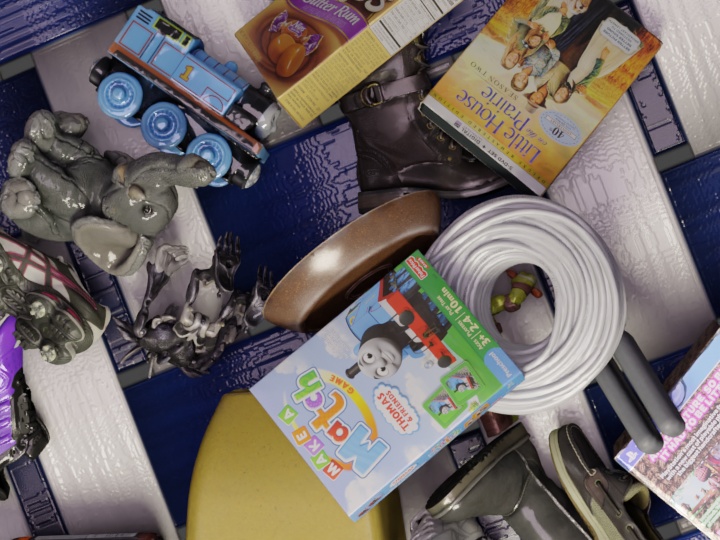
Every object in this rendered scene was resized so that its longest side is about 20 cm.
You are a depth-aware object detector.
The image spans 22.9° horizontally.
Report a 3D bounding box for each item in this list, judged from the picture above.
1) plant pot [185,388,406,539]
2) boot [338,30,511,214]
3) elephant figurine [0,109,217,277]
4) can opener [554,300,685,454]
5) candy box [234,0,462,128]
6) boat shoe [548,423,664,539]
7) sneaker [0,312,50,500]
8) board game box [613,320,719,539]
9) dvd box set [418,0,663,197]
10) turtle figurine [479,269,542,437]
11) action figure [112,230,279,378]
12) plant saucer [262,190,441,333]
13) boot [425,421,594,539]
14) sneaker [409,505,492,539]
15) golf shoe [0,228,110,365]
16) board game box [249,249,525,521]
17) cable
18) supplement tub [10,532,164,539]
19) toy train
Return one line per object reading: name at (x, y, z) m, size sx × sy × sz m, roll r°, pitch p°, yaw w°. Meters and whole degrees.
plant pot at (-0.061, 0.211, 1.685) m, size 0.193 × 0.195 × 0.202 m, roll -5°, pitch 85°, yaw 8°
boot at (0.064, -0.151, 1.712) m, size 0.198 × 0.069 × 0.176 m, roll -9°, pitch 90°, yaw 8°
elephant figurine at (-0.237, -0.066, 1.713) m, size 0.199 × 0.155 × 0.142 m, roll 19°, pitch 94°, yaw 5°
can opener at (0.242, 0.083, 1.649) m, size 0.053 × 0.066 × 0.201 m, roll -43°, pitch 49°, yaw 20°
candy box at (-0.013, -0.243, 1.694) m, size 0.200 × 0.056 × 0.117 m, roll -38°, pitch 48°, yaw 4°
boat shoe at (0.244, 0.221, 1.665) m, size 0.066 × 0.072 × 0.202 m, roll -39°, pitch 53°, yaw 21°
sneaker at (-0.353, 0.140, 1.784) m, size 0.099 × 0.070 × 0.201 m, roll 20°, pitch 97°, yaw -1°
board game box at (0.363, 0.172, 1.667) m, size 0.200 × 0.097 × 0.160 m, roll 39°, pitch 96°, yaw 5°
dvd box set at (0.171, -0.184, 1.682) m, size 0.146 × 0.029 × 0.200 m, roll 39°, pitch 77°, yaw 5°
turtle figurine at (0.125, 0.067, 1.712) m, size 0.199 × 0.064 × 0.162 m, roll -32°, pitch 88°, yaw 8°
action figure at (-0.159, 0.037, 1.733) m, size 0.119 × 0.102 × 0.200 m, roll 37°, pitch 139°, yaw -21°
plant saucer at (0.000, 0.000, 1.657) m, size 0.200 × 0.200 × 0.035 m, roll -36°, pitch 76°, yaw 7°
boot at (0.169, 0.255, 1.670) m, size 0.072 × 0.182 × 0.201 m, roll -37°, pitch 86°, yaw 42°
sneaker at (0.069, 0.261, 1.664) m, size 0.075 × 0.200 × 0.081 m, roll -32°, pitch 80°, yaw 15°
golf shoe at (-0.335, 0.008, 1.746) m, size 0.200 × 0.088 × 0.077 m, roll 45°, pitch 122°, yaw 6°
board game box at (0.023, 0.102, 1.592) m, size 0.200 × 0.037 × 0.151 m, roll -40°, pitch 72°, yaw -2°
cable at (0.146, 0.033, 1.632) m, size 0.200 × 0.069 × 0.200 m, roll 45°, pitch 102°, yaw 19°
supplement tub at (-0.292, 0.315, 1.757) m, size 0.198 × 0.107 × 0.108 m, roll -4°, pitch 92°, yaw 8°
toy train at (-0.168, -0.166, 1.736) m, size 0.199 × 0.087 × 0.115 m, roll 34°, pitch 90°, yaw 5°
